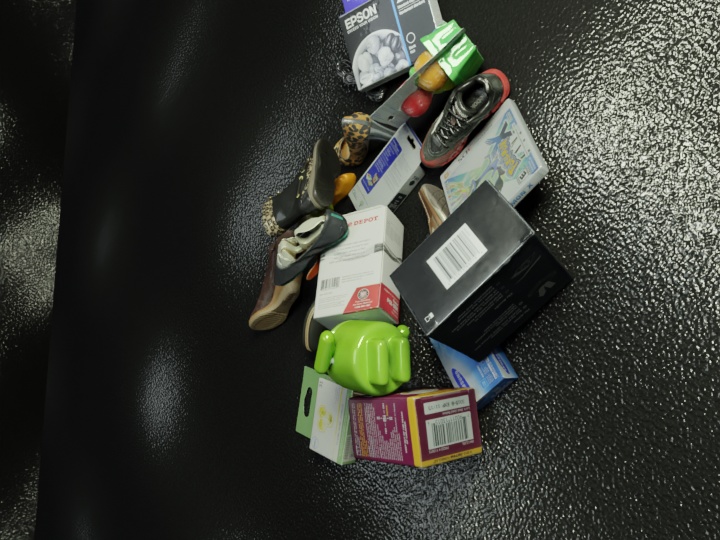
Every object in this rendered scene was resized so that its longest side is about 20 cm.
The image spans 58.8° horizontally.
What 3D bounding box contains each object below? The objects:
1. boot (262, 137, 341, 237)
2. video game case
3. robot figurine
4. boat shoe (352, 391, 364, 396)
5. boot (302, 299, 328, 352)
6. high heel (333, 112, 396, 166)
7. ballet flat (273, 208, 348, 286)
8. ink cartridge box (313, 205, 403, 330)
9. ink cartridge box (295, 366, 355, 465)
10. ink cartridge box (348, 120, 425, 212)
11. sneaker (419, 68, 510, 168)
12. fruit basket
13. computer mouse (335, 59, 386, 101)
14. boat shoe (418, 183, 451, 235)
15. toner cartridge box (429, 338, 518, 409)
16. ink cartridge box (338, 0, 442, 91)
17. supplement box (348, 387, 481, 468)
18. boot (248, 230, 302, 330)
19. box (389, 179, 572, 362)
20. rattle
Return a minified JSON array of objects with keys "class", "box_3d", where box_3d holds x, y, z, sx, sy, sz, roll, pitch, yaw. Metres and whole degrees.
[{"class":"boot","box_3d":[-0.114,-0.160,1.237,0.149,0.073,0.204,-31,36,28]},{"class":"video game case","box_3d":[0.206,-0.155,1.030,0.183,0.022,0.203,-48,31,31]},{"class":"robot figurine","box_3d":[0.008,0.144,1.074,0.198,0.171,0.120,-4,90,62]},{"class":"boat shoe","box_3d":[0.033,0.186,1.200,0.071,0.062,0.207,11,95,20]},{"class":"boot","box_3d":[-0.033,0.100,1.268,0.138,0.076,0.205,37,112,38]},{"class":"high heel","box_3d":[-0.034,-0.263,1.267,0.197,0.140,0.074,-8,78,45]},{"class":"ballet flat","box_3d":[-0.110,-0.047,1.191,0.198,0.072,0.075,-36,59,24]},{"class":"ink cartridge box","box_3d":[0.000,0.000,1.182,0.143,0.083,0.206,-11,59,31]},{"class":"ink cartridge box","box_3d":[-0.078,0.290,1.305,0.197,0.047,0.151,11,93,44]},{"class":"ink cartridge box","box_3d":[0.059,-0.180,1.232,0.201,0.038,0.101,-49,52,32]},{"class":"sneaker","box_3d":[0.163,-0.253,1.073,0.071,0.097,0.201,48,117,9]},{"class":"fruit basket","box_3d":[0.108,-0.323,1.078,0.198,0.185,0.095,-35,85,20]},{"class":"computer mouse","box_3d":[0.038,-0.458,1.283,0.138,0.052,0.204,38,119,25]},{"class":"boat shoe","box_3d":[0.146,-0.064,1.099,0.072,0.074,0.203,-48,51,32]},{"class":"toner cartridge box","box_3d":[0.172,0.118,1.065,0.095,0.042,0.203,-49,53,33]},{"class":"ink cartridge box","box_3d":[0.054,-0.475,1.209,0.194,0.043,0.206,-15,92,33]},{"class":"supplement box","box_3d":[0.084,0.251,1.044,0.198,0.128,0.107,-18,77,56]},{"class":"boot","box_3d":[-0.197,0.026,1.471,0.199,0.071,0.170,-41,45,36]},{"class":"box","box_3d":[0.178,0.010,0.931,0.196,0.199,0.119,-44,54,13]},{"class":"rattle","box_3d":[-0.053,-0.080,1.281,0.139,0.132,0.203,-17,37,6]}]
